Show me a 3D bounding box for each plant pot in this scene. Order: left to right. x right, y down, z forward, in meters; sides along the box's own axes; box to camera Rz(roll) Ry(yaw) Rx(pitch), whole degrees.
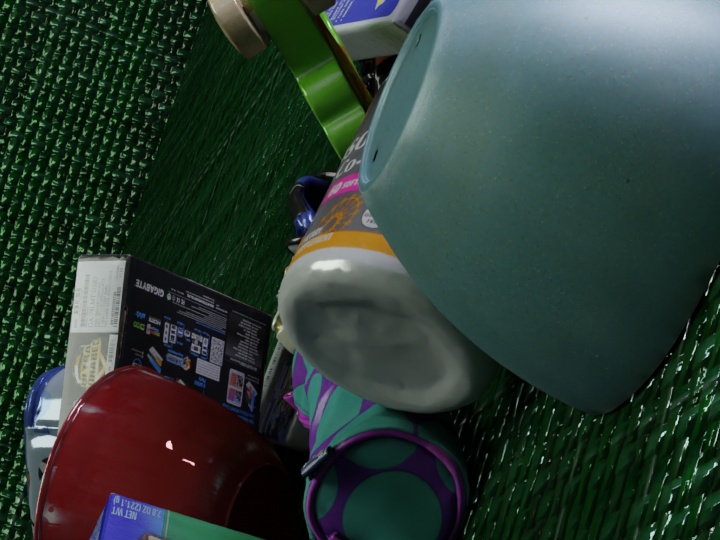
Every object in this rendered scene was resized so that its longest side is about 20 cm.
[{"bbox_3d":[0.078,-0.054,1.099,0.200,0.134,0.201,-158,90,-79],"label":"plant pot"}]

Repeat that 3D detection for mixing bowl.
[{"bbox_3d":[-0.109,0.164,1.586,0.200,0.108,0.201,-17,-71,-62],"label":"mixing bowl"}]

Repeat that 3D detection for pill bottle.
[{"bbox_3d":[0.045,-0.037,1.254,0.200,0.116,0.116,-65,6,-34],"label":"pill bottle"}]

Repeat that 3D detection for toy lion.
[{"bbox_3d":[-0.025,-0.128,1.514,0.069,0.192,0.200,-30,30,6],"label":"toy lion"}]

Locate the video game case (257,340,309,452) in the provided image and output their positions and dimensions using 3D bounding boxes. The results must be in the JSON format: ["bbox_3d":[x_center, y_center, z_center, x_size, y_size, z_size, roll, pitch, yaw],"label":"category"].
[{"bbox_3d":[-0.025,0.030,1.770,0.182,0.023,0.200,175,116,-79],"label":"video game case"}]

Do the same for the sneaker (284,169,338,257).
[{"bbox_3d":[0.000,-0.001,1.442,0.081,0.115,0.200,-81,16,-52],"label":"sneaker"}]

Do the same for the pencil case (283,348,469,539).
[{"bbox_3d":[0.005,0.087,1.327,0.092,0.085,0.200,-38,17,10],"label":"pencil case"}]

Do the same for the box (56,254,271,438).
[{"bbox_3d":[-0.135,0.106,1.703,0.200,0.050,0.199,26,-111,-60],"label":"box"}]

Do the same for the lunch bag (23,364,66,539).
[{"bbox_3d":[-0.166,0.160,1.773,0.160,0.075,0.201,-15,-75,-58],"label":"lunch bag"}]

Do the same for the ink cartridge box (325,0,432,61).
[{"bbox_3d":[0.037,-0.233,1.689,0.198,0.047,0.200,-61,22,-12],"label":"ink cartridge box"}]

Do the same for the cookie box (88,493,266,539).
[{"bbox_3d":[-0.065,0.217,1.206,0.200,0.171,0.075,-87,18,-58],"label":"cookie box"}]

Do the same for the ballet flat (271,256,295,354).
[{"bbox_3d":[-0.025,0.020,1.579,0.064,0.076,0.200,-44,-7,-23],"label":"ballet flat"}]

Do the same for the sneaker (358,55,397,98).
[{"bbox_3d":[0.014,-0.165,1.760,0.070,0.090,0.201,132,157,-63],"label":"sneaker"}]
